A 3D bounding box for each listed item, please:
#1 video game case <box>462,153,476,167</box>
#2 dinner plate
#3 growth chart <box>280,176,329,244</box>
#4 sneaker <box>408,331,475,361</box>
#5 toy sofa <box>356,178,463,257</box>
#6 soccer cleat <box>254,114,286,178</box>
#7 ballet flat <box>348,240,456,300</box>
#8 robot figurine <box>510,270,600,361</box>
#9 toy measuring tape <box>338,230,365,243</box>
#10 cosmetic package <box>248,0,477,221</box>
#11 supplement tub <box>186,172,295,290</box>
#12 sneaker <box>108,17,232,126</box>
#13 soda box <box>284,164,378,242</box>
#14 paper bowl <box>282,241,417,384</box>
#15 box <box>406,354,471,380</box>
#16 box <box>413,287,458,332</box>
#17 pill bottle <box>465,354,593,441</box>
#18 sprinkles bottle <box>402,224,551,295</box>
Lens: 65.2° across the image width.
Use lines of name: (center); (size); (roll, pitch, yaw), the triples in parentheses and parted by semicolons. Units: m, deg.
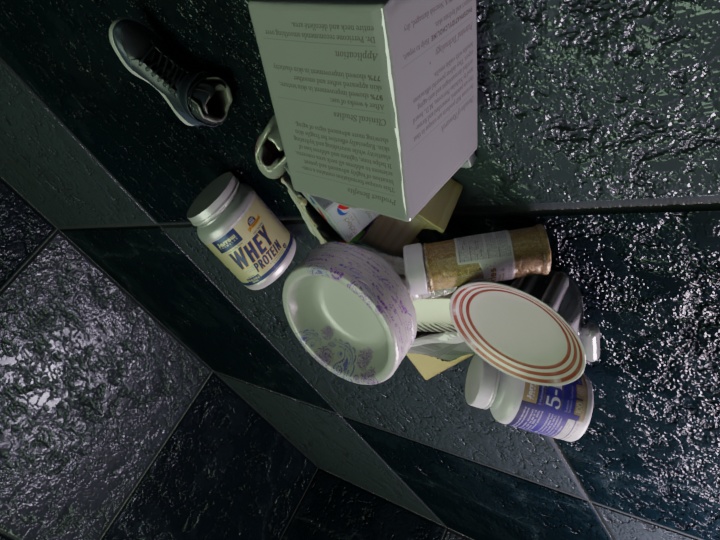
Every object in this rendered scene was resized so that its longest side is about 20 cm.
video game case: (0.039, -0.213, 0.731); (0.195, 0.023, 0.184); (11, 145, 39)
dinner plate: (0.211, 0.083, 0.765); (0.196, 0.024, 0.203); (29, 151, 17)
growth chart: (-0.083, -0.080, 1.018); (0.145, 0.017, 0.202); (51, 173, 46)
sneaker: (0.123, 0.124, 0.968); (0.193, 0.075, 0.082); (-8, 118, 22)
toy sofa: (0.067, -0.077, 0.853); (0.096, 0.084, 0.201); (31, 154, -2)
soccer cleat: (-0.146, -0.190, 0.911); (0.069, 0.088, 0.199); (36, 154, -8)
ballet flat: (0.053, 0.014, 0.857); (0.194, 0.073, 0.073); (17, 150, 25)
robot figurine: (0.274, 0.081, 0.840); (0.166, 0.114, 0.203); (24, 153, 38)
toy measuring tape: (0.000, 0.000, 0.967); (0.071, 0.207, 0.074); (-8, 155, -4)
cosmetic package: (0.015, -0.194, 0.579); (0.163, 0.167, 0.205); (18, 136, 32)
supplement tub: (-0.238, -0.078, 1.135); (0.142, 0.147, 0.201); (-1, 138, 48)
sneaker: (-0.286, -0.307, 0.876); (0.144, 0.078, 0.202); (23, 163, 46)
soda box: (-0.046, -0.122, 0.833); (0.064, 0.068, 0.200); (53, 178, -36)
paper bowl: (-0.009, 0.052, 0.807); (0.196, 0.105, 0.206); (23, 136, 24)
box: (0.120, 0.084, 1.004); (0.161, 0.021, 0.202); (-33, 101, 29)
box: (0.120, 0.051, 0.925); (0.192, 0.083, 0.071); (0, 121, 21)
pill bottle: (0.287, 0.212, 0.975); (0.192, 0.124, 0.120); (15, 154, -4)
sprinkles bottle: (0.156, -0.014, 0.768); (0.192, 0.070, 0.069); (-9, 143, 7)
